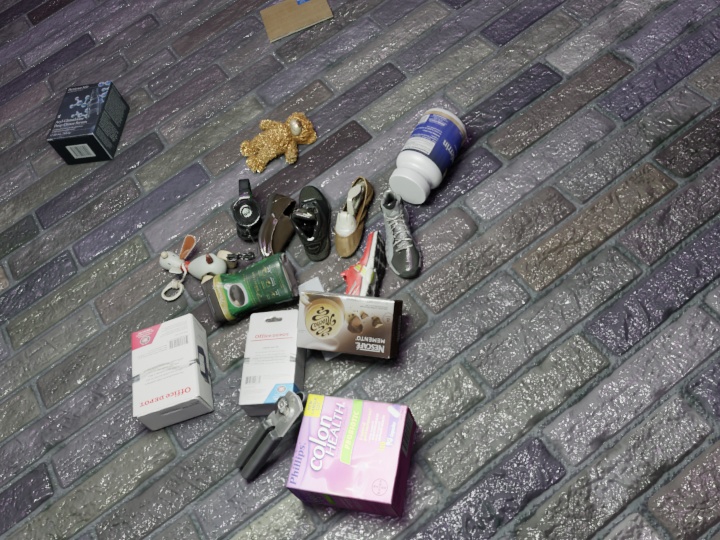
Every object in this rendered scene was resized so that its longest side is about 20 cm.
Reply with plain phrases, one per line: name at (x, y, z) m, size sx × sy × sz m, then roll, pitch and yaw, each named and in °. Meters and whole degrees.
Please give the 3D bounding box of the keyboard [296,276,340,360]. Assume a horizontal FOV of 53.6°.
keyboard at (-0.083, 0.100, 1.523) m, size 0.056 × 0.011 × 0.202 m, roll -23°, pitch 55°, yaw -5°

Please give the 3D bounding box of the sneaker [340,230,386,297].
sneaker at (0.000, 0.000, 1.523) m, size 0.084 × 0.077 × 0.203 m, roll 3°, pitch 59°, yaw 24°

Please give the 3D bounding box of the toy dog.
toy dog at (-0.384, -0.017, 1.630) m, size 0.196 × 0.097 × 0.134 m, roll -8°, pitch 56°, yaw 11°

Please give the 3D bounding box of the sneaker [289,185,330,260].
sneaker at (-0.113, -0.134, 1.617) m, size 0.075 × 0.115 × 0.202 m, roll -10°, pitch 54°, yaw 7°

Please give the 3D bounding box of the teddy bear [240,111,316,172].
teddy bear at (-0.211, -0.327, 1.794) m, size 0.197 × 0.067 × 0.147 m, roll -14°, pitch 58°, yaw 8°

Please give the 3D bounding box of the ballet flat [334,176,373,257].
ballet flat at (-0.019, -0.130, 1.609) m, size 0.067 × 0.073 × 0.202 m, roll 10°, pitch 62°, yaw 22°

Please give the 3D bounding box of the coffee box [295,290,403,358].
coffee box at (-0.021, 0.106, 1.425) m, size 0.197 × 0.080 × 0.115 m, roll 6°, pitch 90°, yaw 16°

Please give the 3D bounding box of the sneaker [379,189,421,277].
sneaker at (0.075, -0.089, 1.530) m, size 0.074 × 0.116 × 0.202 m, roll -17°, pitch 55°, yaw 5°

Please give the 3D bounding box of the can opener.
can opener at (-0.162, 0.312, 1.358) m, size 0.053 × 0.066 × 0.201 m, roll 47°, pitch 111°, yaw 34°

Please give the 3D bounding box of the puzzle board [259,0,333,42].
puzzle board at (-0.188, -0.749, 2.086) m, size 0.197 × 0.017 × 0.152 m, roll -21°, pitch 54°, yaw 2°

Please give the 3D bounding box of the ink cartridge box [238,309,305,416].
ink cartridge box at (-0.175, 0.188, 1.457) m, size 0.114 × 0.067 × 0.203 m, roll -6°, pitch 58°, yaw 13°

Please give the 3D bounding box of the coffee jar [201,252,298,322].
coffee jar at (-0.241, 0.039, 1.544) m, size 0.197 × 0.085 × 0.106 m, roll -18°, pitch 98°, yaw 8°

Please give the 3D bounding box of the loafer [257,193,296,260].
loafer at (-0.186, -0.096, 1.636) m, size 0.070 × 0.073 × 0.203 m, roll -3°, pitch 60°, yaw 12°

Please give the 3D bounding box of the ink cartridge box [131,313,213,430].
ink cartridge box at (-0.396, 0.213, 1.496) m, size 0.143 × 0.085 × 0.202 m, roll -18°, pitch 54°, yaw 4°

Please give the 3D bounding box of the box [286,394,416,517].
box at (-0.012, 0.335, 1.299) m, size 0.197 × 0.097 × 0.178 m, roll 3°, pitch 60°, yaw 19°

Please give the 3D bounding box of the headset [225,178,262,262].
headset at (-0.272, -0.114, 1.642) m, size 0.092 × 0.124 × 0.203 m, roll -8°, pitch 64°, yaw -6°

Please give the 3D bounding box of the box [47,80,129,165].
box at (-0.752, -0.410, 1.981) m, size 0.146 × 0.108 × 0.203 m, roll -5°, pitch 57°, yaw 14°

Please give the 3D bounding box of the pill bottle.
pill bottle at (0.150, -0.258, 1.615) m, size 0.114 × 0.116 × 0.202 m, roll 20°, pitch 67°, yaw 26°
